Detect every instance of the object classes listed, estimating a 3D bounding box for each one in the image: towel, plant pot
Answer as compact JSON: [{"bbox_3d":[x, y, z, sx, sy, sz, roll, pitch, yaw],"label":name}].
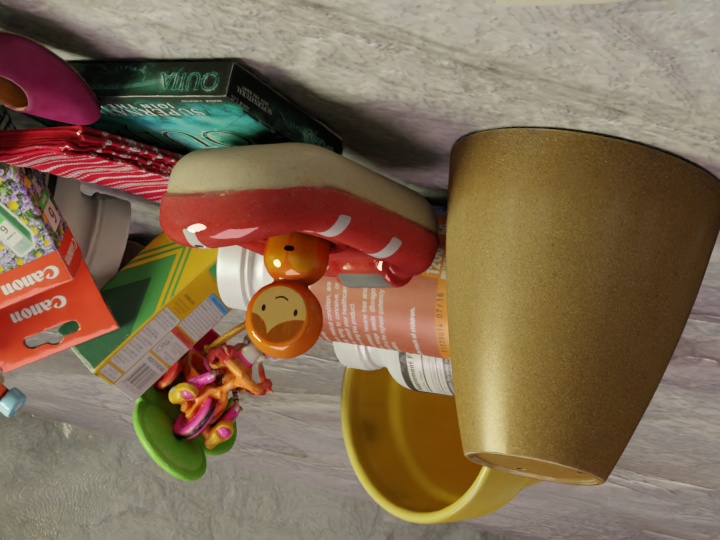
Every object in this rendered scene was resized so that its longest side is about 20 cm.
[{"bbox_3d":[-0.165,-0.069,1.303,0.200,0.023,0.144,15,172,-44],"label":"towel"},{"bbox_3d":[0.133,0.033,1.203,0.186,0.201,0.186,11,168,2],"label":"plant pot"},{"bbox_3d":[0.115,0.120,1.645,0.189,0.201,0.200,3,176,-42],"label":"plant pot"}]

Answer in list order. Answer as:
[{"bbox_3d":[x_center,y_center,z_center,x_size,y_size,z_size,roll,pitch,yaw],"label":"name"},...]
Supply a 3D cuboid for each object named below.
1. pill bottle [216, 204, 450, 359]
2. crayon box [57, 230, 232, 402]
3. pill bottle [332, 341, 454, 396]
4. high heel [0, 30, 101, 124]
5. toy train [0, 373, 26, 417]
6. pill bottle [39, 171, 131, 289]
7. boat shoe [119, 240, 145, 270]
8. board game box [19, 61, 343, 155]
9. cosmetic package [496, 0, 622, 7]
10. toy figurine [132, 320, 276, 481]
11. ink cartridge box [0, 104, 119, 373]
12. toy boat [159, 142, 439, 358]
[{"bbox_3d":[0.000,0.000,1.376,0.199,0.112,0.112,8,166,17],"label":"pill bottle"},{"bbox_3d":[-0.142,0.011,1.499,0.052,0.200,0.126,46,175,16],"label":"crayon box"},{"bbox_3d":[0.086,0.043,1.473,0.199,0.117,0.116,7,166,23],"label":"pill bottle"},{"bbox_3d":[-0.256,-0.111,1.135,0.200,0.096,0.067,26,161,-27],"label":"high heel"},{"bbox_3d":[-0.357,0.051,1.438,0.200,0.056,0.150,40,171,4],"label":"toy train"},{"bbox_3d":[-0.288,-0.043,1.459,0.200,0.112,0.111,17,166,-17],"label":"pill bottle"},{"bbox_3d":[-0.214,0.012,1.737,0.063,0.074,0.200,11,175,-27],"label":"boat shoe"},{"bbox_3d":[-0.128,-0.103,1.242,0.200,0.028,0.135,4,164,34],"label":"board game box"},{"bbox_3d":[0.045,-0.174,0.644,0.103,0.087,0.200,1,162,37],"label":"cosmetic package"},{"bbox_3d":[-0.102,0.061,1.589,0.150,0.184,0.200,42,-159,-21],"label":"toy figurine"},{"bbox_3d":[-0.272,-0.012,1.375,0.109,0.200,0.050,-21,-157,10],"label":"ink cartridge box"},{"bbox_3d":[-0.045,-0.007,1.219,0.130,0.131,0.200,-1,164,41],"label":"toy boat"}]
